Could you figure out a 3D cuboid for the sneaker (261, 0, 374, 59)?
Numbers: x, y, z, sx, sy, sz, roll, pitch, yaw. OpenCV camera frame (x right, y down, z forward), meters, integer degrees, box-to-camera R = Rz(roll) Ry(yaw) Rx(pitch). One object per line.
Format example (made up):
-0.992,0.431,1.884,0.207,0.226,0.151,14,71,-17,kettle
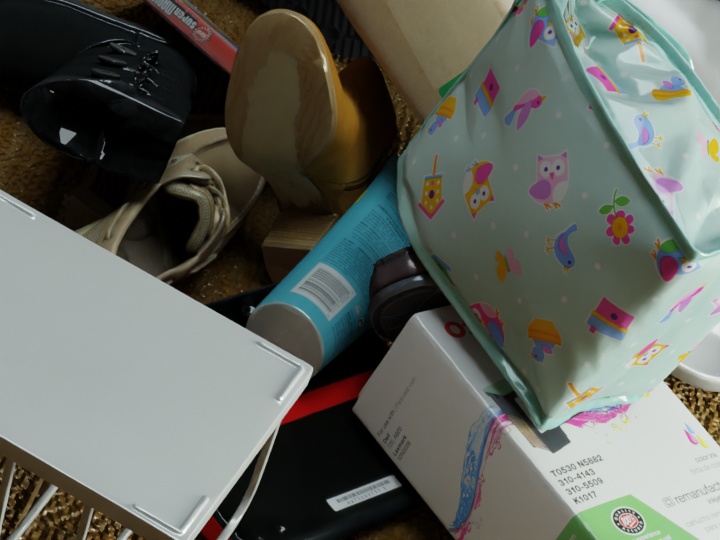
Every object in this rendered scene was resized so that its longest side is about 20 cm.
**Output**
-0.046,-0.220,1.993,0.199,0.070,0.082,34,39,13,sneaker

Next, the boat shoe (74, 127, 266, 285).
-0.106,-0.029,1.694,0.072,0.064,0.200,59,42,-13,boat shoe

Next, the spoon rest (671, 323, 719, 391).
0.253,0.023,1.844,0.099,0.061,0.199,41,38,25,spoon rest

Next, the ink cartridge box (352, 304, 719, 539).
0.115,0.108,1.613,0.144,0.084,0.200,-12,54,-44,ink cartridge box

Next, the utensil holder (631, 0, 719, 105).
0.208,-0.118,1.914,0.200,0.171,0.170,39,38,20,utensil holder

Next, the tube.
0.000,0.000,1.695,0.078,0.050,0.200,62,36,-10,tube

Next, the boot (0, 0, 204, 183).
-0.180,-0.111,1.722,0.164,0.066,0.200,8,19,0,boot

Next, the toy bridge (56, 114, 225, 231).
-0.122,-0.068,1.789,0.067,0.027,0.200,35,36,20,toy bridge

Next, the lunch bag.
0.118,-0.044,1.564,0.122,0.171,0.201,-10,59,-44,lunch bag

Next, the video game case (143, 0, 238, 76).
-0.097,-0.150,1.850,0.200,0.017,0.143,41,3,26,video game case

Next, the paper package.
0.088,-0.106,1.770,0.201,0.103,0.191,56,5,11,paper package

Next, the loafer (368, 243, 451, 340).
0.050,0.007,1.685,0.200,0.072,0.063,22,49,-64,loafer

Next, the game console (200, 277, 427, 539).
-0.046,0.085,1.635,0.199,0.031,0.177,-18,57,-42,game console

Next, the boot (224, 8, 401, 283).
-0.023,-0.099,1.743,0.070,0.202,0.144,10,37,17,boot

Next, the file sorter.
-0.152,0.082,1.478,0.199,0.125,0.139,29,47,9,file sorter
